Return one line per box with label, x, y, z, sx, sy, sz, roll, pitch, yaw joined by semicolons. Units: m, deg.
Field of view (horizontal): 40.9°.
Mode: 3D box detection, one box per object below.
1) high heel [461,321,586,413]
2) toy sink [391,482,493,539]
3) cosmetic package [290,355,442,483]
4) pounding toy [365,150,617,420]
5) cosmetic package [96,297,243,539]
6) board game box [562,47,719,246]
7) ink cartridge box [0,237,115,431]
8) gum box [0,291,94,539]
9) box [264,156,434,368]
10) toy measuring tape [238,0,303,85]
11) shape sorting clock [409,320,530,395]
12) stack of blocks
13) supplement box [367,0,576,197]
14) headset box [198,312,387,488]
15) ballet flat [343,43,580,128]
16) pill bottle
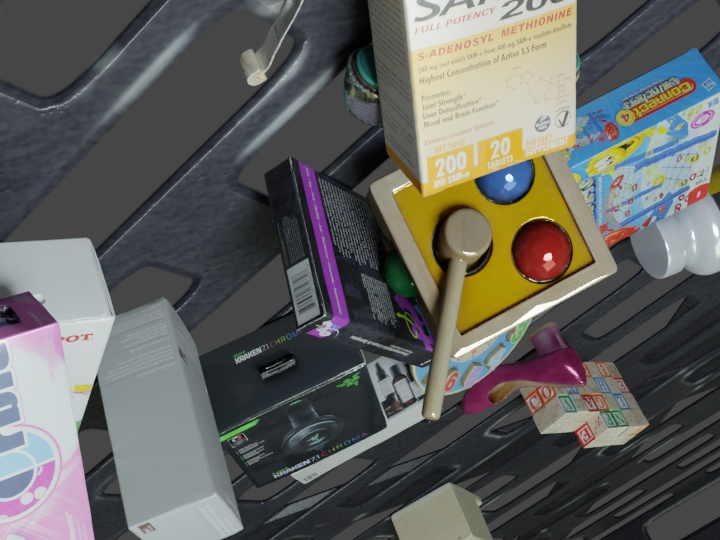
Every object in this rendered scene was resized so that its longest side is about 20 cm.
high heel;0.223;0.166;1.331;0.200;0.097;0.067;-42;147;26
toy sink;0.163;0.485;1.777;0.129;0.113;0.200;-31;150;10
cosmetic package;-0.007;0.174;1.182;0.197;0.083;0.051;-30;149;6
pounding toy;0.094;-0.012;0.803;0.197;0.187;0.142;-27;180;-2
cosmetic package;-0.177;0.143;0.874;0.089;0.203;0.107;-22;152;-5
board game box;0.259;-0.101;0.976;0.193;0.057;0.201;-27;151;1
ink cartridge box;-0.295;0.070;0.784;0.142;0.085;0.201;-6;145;-32
gum box;-0.260;0.121;0.670;0.112;0.066;0.204;-18;118;-33
box;0.000;0.000;0.843;0.036;0.146;0.199;-27;152;27
toy measuring tape;-0.047;-0.196;0.573;0.072;0.074;0.201;1;141;-38
shape sorting clock;0.137;0.062;1.111;0.198;0.039;0.203;-25;133;-30
stack of blocks;0.338;0.203;1.463;0.197;0.117;0.059;6;139;-42
supplement box;0.074;-0.166;0.640;0.124;0.074;0.203;-19;127;-12
headset box;-0.073;0.133;1.051;0.171;0.094;0.201;-24;150;-5
ballet flat;0.075;-0.145;0.753;0.196;0.073;0.073;-7;147;-21
pill bottle;0.413;-0.062;1.101;0.196;0.113;0.113;-20;151;-10
